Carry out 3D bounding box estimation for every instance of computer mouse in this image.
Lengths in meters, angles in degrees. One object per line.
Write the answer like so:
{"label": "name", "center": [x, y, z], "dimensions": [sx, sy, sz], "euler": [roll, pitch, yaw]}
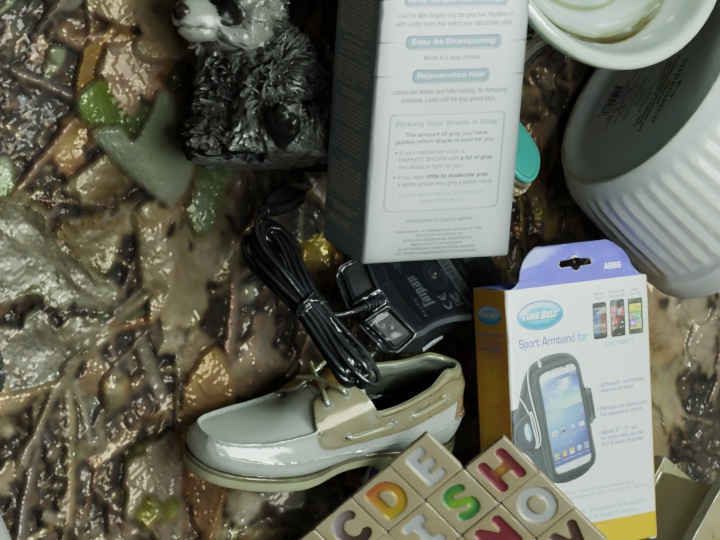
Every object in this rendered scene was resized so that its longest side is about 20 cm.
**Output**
{"label": "computer mouse", "center": [0.000, 0.000, 1.776], "dimensions": [0.140, 0.046, 0.200], "euler": [52, 37, 6]}

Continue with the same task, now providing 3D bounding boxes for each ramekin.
{"label": "ramekin", "center": [0.224, -0.091, 1.840], "dimensions": [0.105, 0.200, 0.200], "euler": [36, 76, -24]}

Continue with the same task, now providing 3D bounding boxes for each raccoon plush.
{"label": "raccoon plush", "center": [-0.050, -0.130, 1.726], "dimensions": [0.200, 0.097, 0.134], "euler": [14, 74, -65]}

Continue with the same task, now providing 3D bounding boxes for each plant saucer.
{"label": "plant saucer", "center": [0.146, -0.224, 1.769], "dimensions": [0.200, 0.050, 0.201], "euler": [3, 85, -36]}

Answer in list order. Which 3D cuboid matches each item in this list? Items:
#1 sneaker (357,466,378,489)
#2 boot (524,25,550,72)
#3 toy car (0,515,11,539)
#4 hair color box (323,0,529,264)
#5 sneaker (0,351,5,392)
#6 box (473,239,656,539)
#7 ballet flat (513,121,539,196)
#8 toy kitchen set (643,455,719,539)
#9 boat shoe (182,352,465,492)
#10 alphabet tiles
{"label": "sneaker", "center": [0.069, 0.203, 1.828], "dimensions": [0.070, 0.099, 0.200], "euler": [-33, 115, -29]}
{"label": "boot", "center": [0.070, -0.203, 1.788], "dimensions": [0.200, 0.073, 0.151], "euler": [-48, 121, -14]}
{"label": "toy car", "center": [-0.286, 0.151, 1.517], "dimensions": [0.175, 0.150, 0.200], "euler": [-24, 112, -7]}
{"label": "hair color box", "center": [0.039, -0.109, 1.653], "dimensions": [0.099, 0.061, 0.200], "euler": [-4, 108, -25]}
{"label": "sneaker", "center": [-0.270, -0.001, 1.577], "dimensions": [0.091, 0.076, 0.200], "euler": [-25, 108, -21]}
{"label": "box", "center": [0.133, 0.082, 1.808], "dimensions": [0.119, 0.041, 0.200], "euler": [-6, 94, -35]}
{"label": "ballet flat", "center": [0.034, -0.118, 1.725], "dimensions": [0.200, 0.065, 0.071], "euler": [55, 37, -23]}
{"label": "toy kitchen set", "center": [0.258, 0.268, 1.934], "dimensions": [0.180, 0.163, 0.200], "euler": [40, 74, -33]}
{"label": "boat shoe", "center": [-0.022, 0.089, 1.752], "dimensions": [0.200, 0.075, 0.068], "euler": [-7, 124, -37]}
{"label": "alphabet tiles", "center": [0.051, 0.199, 1.774], "dimensions": [0.200, 0.008, 0.167], "euler": [-41, 104, 17]}
